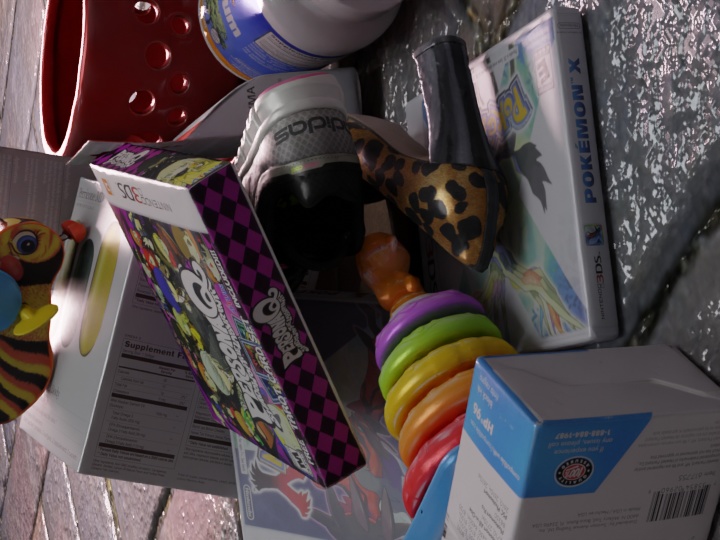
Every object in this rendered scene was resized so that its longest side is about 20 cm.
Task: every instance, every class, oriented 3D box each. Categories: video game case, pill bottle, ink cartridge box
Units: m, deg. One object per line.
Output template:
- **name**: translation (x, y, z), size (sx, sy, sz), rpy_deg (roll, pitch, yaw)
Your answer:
- **video game case**: translation (-0.018, 0.112, 0.963), size (0.181, 0.023, 0.202), rpy_deg (3, 104, 37)
- **video game case**: translation (-0.084, 0.022, 0.872), size (0.181, 0.036, 0.201), rpy_deg (18, 135, 61)
- **video game case**: translation (0.083, -0.038, 0.853), size (0.200, 0.022, 0.184), rpy_deg (158, 108, -65)
- **pill bottle**: translation (-0.036, -0.201, 1.004), size (0.200, 0.111, 0.113), rpy_deg (171, 96, -67)
- **ink cartridge box**: translation (0.102, 0.142, 0.705), size (0.068, 0.115, 0.201), rpy_deg (-131, 45, -56)
- **ink cartridge box**: translation (-0.115, -0.112, 1.068), size (0.160, 0.199, 0.048), rpy_deg (174, 91, -72)

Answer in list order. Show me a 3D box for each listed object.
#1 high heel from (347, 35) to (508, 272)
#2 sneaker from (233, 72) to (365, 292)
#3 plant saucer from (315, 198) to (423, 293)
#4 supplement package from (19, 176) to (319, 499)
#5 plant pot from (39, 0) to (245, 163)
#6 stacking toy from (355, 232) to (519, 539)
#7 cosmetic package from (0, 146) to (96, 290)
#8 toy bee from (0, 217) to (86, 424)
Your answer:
- **high heel**: translation (0.016, -0.034, 0.881), size (0.200, 0.071, 0.144), rpy_deg (-40, 52, 50)
- **sneaker**: translation (-0.043, -0.025, 0.861), size (0.200, 0.073, 0.088), rpy_deg (114, 144, -53)
- **plant saucer**: translation (0.000, 0.000, 1.035), size (0.200, 0.036, 0.202), rpy_deg (177, 90, -68)
- **supplement package**: translation (-0.144, 0.049, 1.070), size (0.152, 0.150, 0.201), rpy_deg (14, 90, 60)
- **plant pot**: translation (-0.172, -0.184, 1.228), size (0.200, 0.181, 0.202), rpy_deg (-179, 90, -68)
- **stacking toy**: translation (0.046, 0.056, 0.812), size (0.201, 0.109, 0.116), rpy_deg (61, 149, 34)
- **cosmetic package**: translation (-0.217, -0.033, 1.171), size (0.090, 0.199, 0.108), rpy_deg (-7, 75, 63)
- **toy bee**: translation (-0.247, 0.007, 1.032), size (0.131, 0.108, 0.201), rpy_deg (47, 144, 47)
